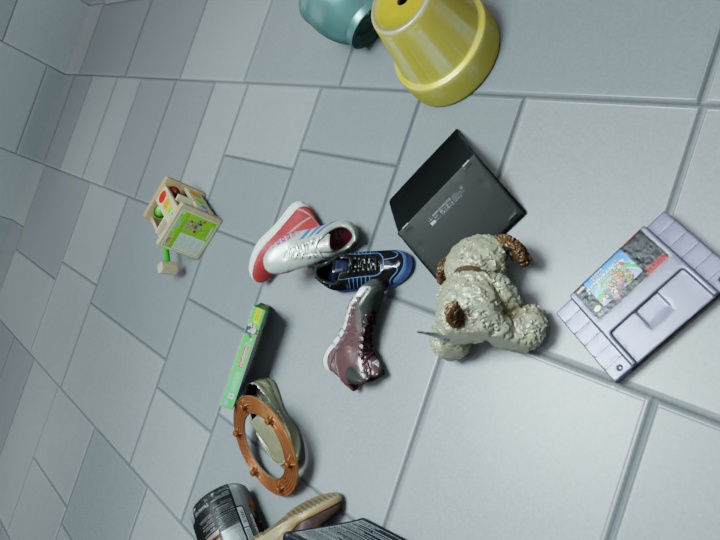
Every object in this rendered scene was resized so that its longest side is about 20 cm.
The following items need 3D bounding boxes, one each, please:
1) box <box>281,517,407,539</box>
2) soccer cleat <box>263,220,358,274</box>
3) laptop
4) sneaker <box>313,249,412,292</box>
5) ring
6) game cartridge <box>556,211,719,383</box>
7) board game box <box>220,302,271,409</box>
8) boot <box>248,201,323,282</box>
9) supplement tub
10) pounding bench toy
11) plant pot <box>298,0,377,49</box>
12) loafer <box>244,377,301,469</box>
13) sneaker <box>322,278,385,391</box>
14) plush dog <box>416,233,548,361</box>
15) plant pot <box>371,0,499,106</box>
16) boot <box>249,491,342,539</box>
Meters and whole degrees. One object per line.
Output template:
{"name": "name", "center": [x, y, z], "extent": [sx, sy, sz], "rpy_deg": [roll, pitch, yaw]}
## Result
{"name": "box", "center": [0.008, 0.464, 0.809], "extent": [0.196, 0.196, 0.127], "rpy_deg": [8, 83, 40]}
{"name": "soccer cleat", "center": [-0.096, -0.047, 1.078], "extent": [0.195, 0.072, 0.086], "rpy_deg": [-23, 13, -6]}
{"name": "laptop", "center": [0.160, -0.113, 0.990], "extent": [0.187, 0.116, 0.201], "rpy_deg": [-44, 81, 20]}
{"name": "sneaker", "center": [0.000, 0.000, 1.042], "extent": [0.196, 0.077, 0.072], "rpy_deg": [-15, 66, 36]}
{"name": "ring", "center": [-0.187, 0.335, 1.064], "extent": [0.197, 0.019, 0.206], "rpy_deg": [21, 120, 40]}
{"name": "game cartridge", "center": [0.373, 0.034, 0.750], "extent": [0.201, 0.038, 0.131], "rpy_deg": [-48, 56, 18]}
{"name": "board game box", "center": [-0.235, 0.171, 1.161], "extent": [0.135, 0.028, 0.205], "rpy_deg": [-177, 106, -85]}
{"name": "boot", "center": [-0.149, -0.028, 1.183], "extent": [0.201, 0.072, 0.145], "rpy_deg": [-50, 53, 11]}
{"name": "supplement tub", "center": [-0.232, 0.517, 1.044], "extent": [0.123, 0.121, 0.201], "rpy_deg": [-49, 52, 16]}
{"name": "pounding bench toy", "center": [-0.481, -0.110, 1.449], "extent": [0.202, 0.123, 0.156], "rpy_deg": [-54, 50, 13]}
{"name": "plant pot", "center": [-0.014, -0.557, 1.174], "extent": [0.200, 0.199, 0.135], "rpy_deg": [-43, 81, 21]}
{"name": "loafer", "center": [-0.181, 0.300, 1.105], "extent": [0.076, 0.068, 0.201], "rpy_deg": [-48, 52, 17]}
{"name": "sneaker", "center": [0.017, 0.126, 1.001], "extent": [0.115, 0.075, 0.204], "rpy_deg": [40, 113, 35]}
{"name": "plush dog", "center": [0.171, 0.025, 0.853], "extent": [0.196, 0.160, 0.176], "rpy_deg": [-14, 52, 36]}
{"name": "plant pot", "center": [0.122, -0.431, 1.004], "extent": [0.197, 0.187, 0.207], "rpy_deg": [-14, 66, 35]}
{"name": "boot", "center": [-0.089, 0.501, 0.965], "extent": [0.196, 0.072, 0.169], "rpy_deg": [-28, 86, -11]}
